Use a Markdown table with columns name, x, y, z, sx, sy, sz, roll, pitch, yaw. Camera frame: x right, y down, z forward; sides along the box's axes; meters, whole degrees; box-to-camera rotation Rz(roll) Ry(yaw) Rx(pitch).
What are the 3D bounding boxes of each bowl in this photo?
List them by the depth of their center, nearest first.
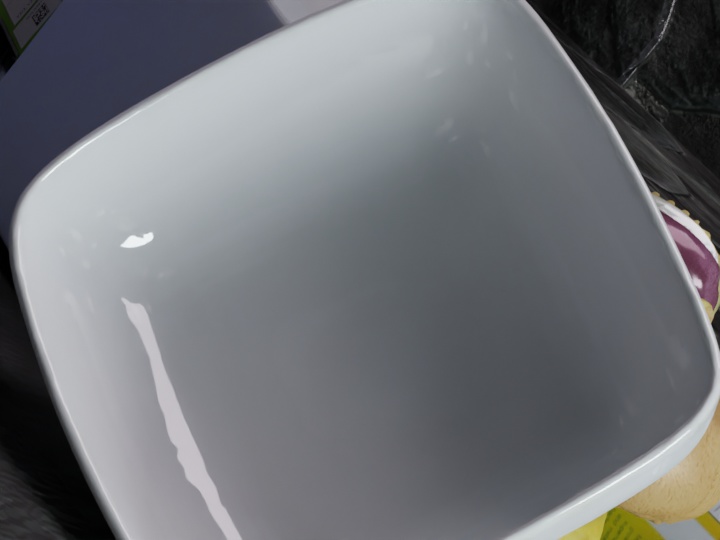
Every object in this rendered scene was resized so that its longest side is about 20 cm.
| name | x | y | z | sx | sy | sz | roll | pitch | yaw |
| --- | --- | --- | --- | --- | --- | --- | --- | --- | --- |
| bowl | 0.002 | 0.020 | 0.827 | 0.200 | 0.199 | 0.075 | 63 | 0 | 26 |

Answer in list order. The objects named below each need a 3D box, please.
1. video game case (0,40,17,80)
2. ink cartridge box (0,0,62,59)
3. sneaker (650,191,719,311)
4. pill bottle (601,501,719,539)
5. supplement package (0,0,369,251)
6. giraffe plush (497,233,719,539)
| name | x | y | z | sx | sy | sz | roll | pitch | yaw |
| --- | --- | --- | --- | --- | --- | --- | --- | --- | --- |
| video game case | -0.115 | -0.046 | 1.175 | 0.143 | 0.019 | 0.200 | 38 | 10 | -12 |
| ink cartridge box | -0.117 | -0.138 | 1.259 | 0.148 | 0.076 | 0.200 | 35 | 15 | -38 |
| sneaker | 0.066 | -0.009 | 1.163 | 0.200 | 0.075 | 0.090 | 21 | 35 | 14 |
| pill bottle | 0.163 | 0.129 | 1.159 | 0.200 | 0.109 | 0.109 | 47 | 13 | 31 |
| supplement package | -0.023 | -0.030 | 1.011 | 0.200 | 0.151 | 0.152 | 23 | 24 | -46 |
| giraffe plush | 0.069 | 0.072 | 0.929 | 0.200 | 0.162 | 0.173 | 41 | 11 | 5 |
